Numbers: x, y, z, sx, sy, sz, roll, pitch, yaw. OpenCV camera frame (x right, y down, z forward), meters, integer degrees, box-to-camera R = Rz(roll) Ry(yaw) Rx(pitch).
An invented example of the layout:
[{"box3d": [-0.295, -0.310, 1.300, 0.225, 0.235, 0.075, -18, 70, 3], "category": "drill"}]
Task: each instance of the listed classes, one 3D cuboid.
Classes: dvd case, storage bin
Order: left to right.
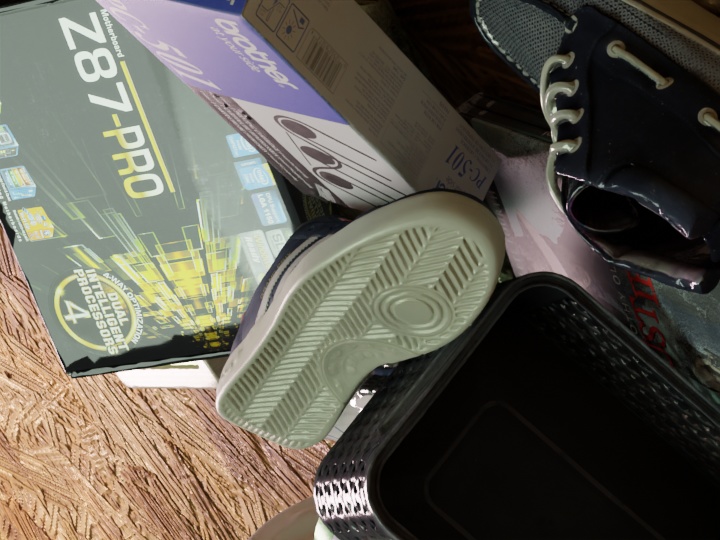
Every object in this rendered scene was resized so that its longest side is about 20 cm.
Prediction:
[{"box3d": [0.096, 0.110, 1.210, 0.200, 0.135, 0.094, 41, 165, -9], "category": "storage bin"}, {"box3d": [0.131, 0.005, 1.195, 0.200, 0.022, 0.146, 24, 145, 49], "category": "dvd case"}]

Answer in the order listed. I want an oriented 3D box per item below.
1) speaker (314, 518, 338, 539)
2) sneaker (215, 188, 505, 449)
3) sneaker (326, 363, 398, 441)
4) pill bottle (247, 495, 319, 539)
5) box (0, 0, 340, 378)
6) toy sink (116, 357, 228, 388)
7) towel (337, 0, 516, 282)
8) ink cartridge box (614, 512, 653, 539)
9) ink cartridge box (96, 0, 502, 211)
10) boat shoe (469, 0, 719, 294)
[{"box3d": [0.069, 0.184, 1.482, 0.200, 0.088, 0.088, 40, 154, 25], "category": "speaker"}, {"box3d": [0.000, 0.000, 1.206, 0.075, 0.085, 0.200, 30, 142, -18], "category": "sneaker"}, {"box3d": [0.017, 0.079, 1.448, 0.087, 0.075, 0.200, 53, 158, -15], "category": "sneaker"}, {"box3d": [0.010, 0.236, 1.630, 0.111, 0.111, 0.200, 17, 139, 52], "category": "pill bottle"}, {"box3d": [-0.101, -0.051, 1.324, 0.161, 0.049, 0.200, -9, 115, 25], "category": "box"}, {"box3d": [-0.116, -0.045, 1.457, 0.200, 0.112, 0.130, 59, 155, -15], "category": "toy sink"}, {"box3d": [0.004, -0.050, 1.327, 0.148, 0.036, 0.200, 15, 137, 56], "category": "towel"}, {"box3d": [0.091, 0.156, 1.365, 0.067, 0.116, 0.200, 56, 157, -12], "category": "ink cartridge box"}, {"box3d": [-0.027, -0.083, 1.162, 0.094, 0.044, 0.200, 16, 164, 36], "category": "ink cartridge box"}, {"box3d": [0.093, -0.063, 1.075, 0.200, 0.093, 0.075, 29, 148, 41], "category": "boat shoe"}]
